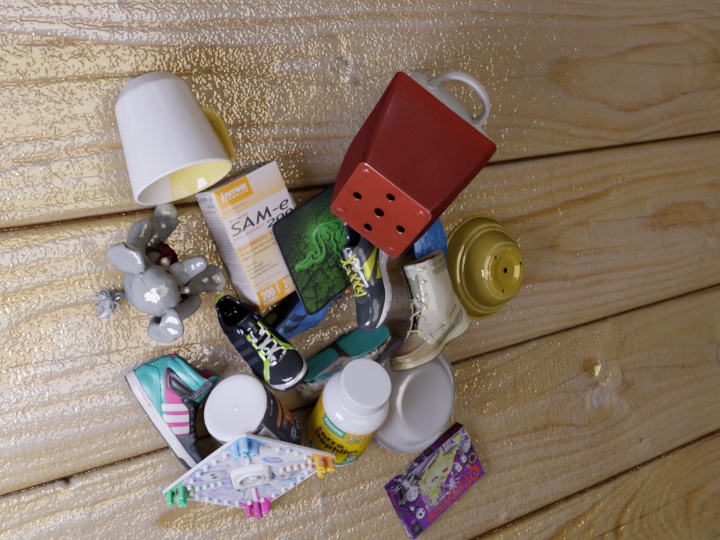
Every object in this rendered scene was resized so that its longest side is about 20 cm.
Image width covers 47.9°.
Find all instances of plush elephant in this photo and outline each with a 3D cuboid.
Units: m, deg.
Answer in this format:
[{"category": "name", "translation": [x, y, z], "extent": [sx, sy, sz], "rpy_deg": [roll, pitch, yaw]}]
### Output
[{"category": "plush elephant", "translation": [-0.284, 0.012, 1.165], "extent": [0.199, 0.154, 0.167], "rpy_deg": [-37, 112, -24]}]

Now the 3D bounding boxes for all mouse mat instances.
[{"category": "mouse mat", "translation": [-0.051, -0.043, 1.322], "extent": [0.199, 0.007, 0.164], "rpy_deg": [-39, 113, -41]}]

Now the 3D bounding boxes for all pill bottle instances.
[{"category": "pill bottle", "translation": [-0.017, 0.229, 1.317], "extent": [0.110, 0.201, 0.115], "rpy_deg": [10, 52, -13]}, {"category": "pill bottle", "translation": [-0.156, 0.248, 1.266], "extent": [0.107, 0.105, 0.201], "rpy_deg": [-55, 148, -16]}]

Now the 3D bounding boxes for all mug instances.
[{"category": "mug", "translation": [-0.277, -0.193, 1.176], "extent": [0.147, 0.187, 0.156], "rpy_deg": [-24, 85, 1]}, {"category": "mug", "translation": [0.130, -0.258, 1.385], "extent": [0.175, 0.198, 0.149], "rpy_deg": [45, 37, -18]}]

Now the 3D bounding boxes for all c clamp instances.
[{"category": "c clamp", "translation": [-0.023, -0.073, 1.371], "extent": [0.198, 0.027, 0.174], "rpy_deg": [-25, 99, -45]}]

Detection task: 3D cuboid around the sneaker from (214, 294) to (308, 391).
[{"category": "sneaker", "translation": [-0.162, 0.106, 1.231], "extent": [0.072, 0.199, 0.083], "rpy_deg": [-45, 147, -15]}]

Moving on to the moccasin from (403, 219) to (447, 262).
[{"category": "moccasin", "translation": [0.116, -0.012, 1.470], "extent": [0.079, 0.068, 0.205], "rpy_deg": [-11, 100, -22]}]

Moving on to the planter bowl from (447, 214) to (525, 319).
[{"category": "planter bowl", "translation": [0.254, -0.003, 1.545], "extent": [0.197, 0.083, 0.206], "rpy_deg": [-3, 96, -32]}]

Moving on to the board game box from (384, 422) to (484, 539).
[{"category": "board game box", "translation": [0.144, 0.399, 1.546], "extent": [0.199, 0.032, 0.122], "rpy_deg": [-36, 116, -25]}]

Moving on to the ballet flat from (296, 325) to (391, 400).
[{"category": "ballet flat", "translation": [-0.033, 0.159, 1.399], "extent": [0.197, 0.076, 0.065], "rpy_deg": [-25, 136, -23]}]

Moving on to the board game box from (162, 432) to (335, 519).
[{"category": "board game box", "translation": [-0.167, 0.322, 1.243], "extent": [0.198, 0.199, 0.026], "rpy_deg": [24, 38, -43]}]

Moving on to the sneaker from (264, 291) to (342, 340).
[{"category": "sneaker", "translation": [-0.103, 0.082, 1.339], "extent": [0.200, 0.065, 0.079], "rpy_deg": [-47, 119, -20]}]

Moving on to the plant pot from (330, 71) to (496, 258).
[{"category": "plant pot", "translation": [0.062, -0.145, 1.280], "extent": [0.198, 0.200, 0.177], "rpy_deg": [36, 52, -4]}]

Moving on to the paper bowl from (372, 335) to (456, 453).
[{"category": "paper bowl", "translation": [0.089, 0.225, 1.451], "extent": [0.197, 0.104, 0.206], "rpy_deg": [-2, 94, -31]}]

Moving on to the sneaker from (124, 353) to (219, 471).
[{"category": "sneaker", "translation": [-0.260, 0.209, 1.245], "extent": [0.120, 0.083, 0.203], "rpy_deg": [-34, 110, -15]}]

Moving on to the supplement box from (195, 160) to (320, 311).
[{"category": "supplement box", "translation": [-0.160, -0.056, 1.286], "extent": [0.125, 0.073, 0.204], "rpy_deg": [-31, 109, -27]}]

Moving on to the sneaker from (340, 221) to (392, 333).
[{"category": "sneaker", "translation": [0.000, 0.000, 1.326], "extent": [0.083, 0.074, 0.205], "rpy_deg": [14, 68, -37]}]

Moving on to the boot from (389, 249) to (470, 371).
[{"category": "boot", "translation": [0.099, 0.066, 1.377], "extent": [0.199, 0.071, 0.158], "rpy_deg": [-32, 108, -39]}]
